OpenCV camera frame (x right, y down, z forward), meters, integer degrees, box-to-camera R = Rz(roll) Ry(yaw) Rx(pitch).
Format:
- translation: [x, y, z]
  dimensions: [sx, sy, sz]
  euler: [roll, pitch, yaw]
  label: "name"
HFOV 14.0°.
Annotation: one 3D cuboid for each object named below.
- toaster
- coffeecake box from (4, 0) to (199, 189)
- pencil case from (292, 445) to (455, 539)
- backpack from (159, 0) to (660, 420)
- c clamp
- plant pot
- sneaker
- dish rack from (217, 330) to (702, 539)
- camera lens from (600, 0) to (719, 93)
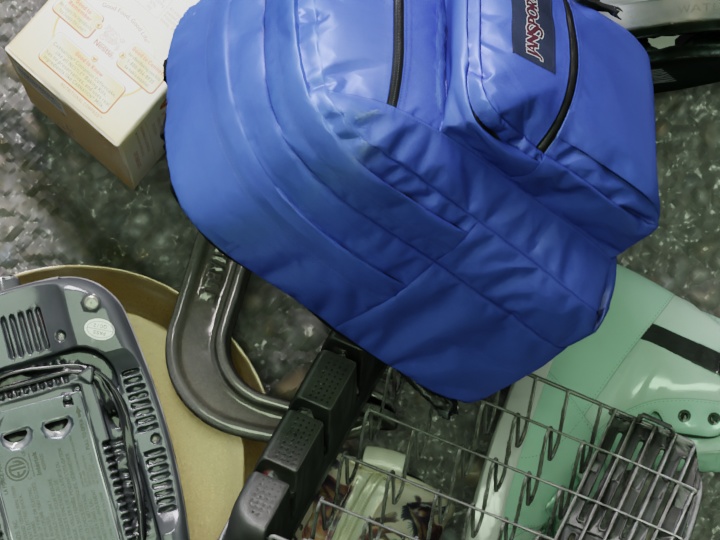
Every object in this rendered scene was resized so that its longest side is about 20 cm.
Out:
- translation: [-0.138, 0.103, 1.362]
  dimensions: [0.113, 0.129, 0.200]
  euler: [-17, 84, -2]
  label: "toaster"
- translation: [-0.072, -0.145, 1.402]
  dimensions: [0.073, 0.154, 0.200]
  euler: [41, 84, 3]
  label: "coffeecake box"
- translation: [-0.027, 0.178, 1.405]
  dimensions: [0.078, 0.089, 0.200]
  euler: [26, 84, -1]
  label: "pencil case"
- translation: [0.022, -0.068, 1.285]
  dimensions: [0.200, 0.168, 0.163]
  euler: [29, 39, -31]
  label: "backpack"
- translation: [0.000, 0.000, 1.438]
  dimensions: [0.171, 0.027, 0.200]
  euler: [22, 73, 1]
  label: "c clamp"
- translation: [-0.139, 0.098, 1.441]
  dimensions: [0.199, 0.027, 0.201]
  euler: [0, 85, -1]
  label: "plant pot"
- translation: [0.120, 0.098, 1.420]
  dimensions: [0.118, 0.074, 0.201]
  euler: [20, 79, 3]
  label: "sneaker"
- translation: [0.049, 0.105, 1.335]
  dimensions: [0.200, 0.055, 0.154]
  euler: [22, 56, 12]
  label: "dish rack"
- translation: [0.130, -0.190, 1.409]
  dimensions: [0.160, 0.160, 0.201]
  euler: [-7, 85, -2]
  label: "camera lens"
